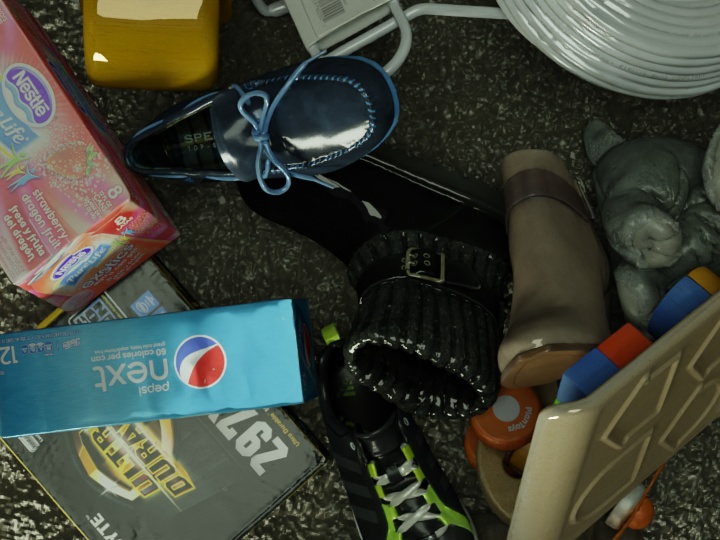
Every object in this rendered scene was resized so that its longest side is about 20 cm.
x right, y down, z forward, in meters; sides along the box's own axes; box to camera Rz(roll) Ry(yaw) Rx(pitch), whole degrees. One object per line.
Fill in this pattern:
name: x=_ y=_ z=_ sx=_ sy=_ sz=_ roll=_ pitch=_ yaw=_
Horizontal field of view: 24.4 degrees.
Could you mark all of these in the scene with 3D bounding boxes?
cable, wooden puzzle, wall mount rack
cable: x=0.180 y=-0.202 z=1.067 sx=0.200 sy=0.069 sz=0.200 roll=-38 pitch=83 yaw=-31
wooden puzzle: x=0.168 y=0.074 z=0.987 sx=0.200 sy=0.185 sz=0.046 roll=-31 pitch=61 yaw=-23
wall mount rack: x=0.017 y=-0.184 z=1.089 sx=0.173 sy=0.075 sz=0.200 roll=-27 pitch=52 yaw=6

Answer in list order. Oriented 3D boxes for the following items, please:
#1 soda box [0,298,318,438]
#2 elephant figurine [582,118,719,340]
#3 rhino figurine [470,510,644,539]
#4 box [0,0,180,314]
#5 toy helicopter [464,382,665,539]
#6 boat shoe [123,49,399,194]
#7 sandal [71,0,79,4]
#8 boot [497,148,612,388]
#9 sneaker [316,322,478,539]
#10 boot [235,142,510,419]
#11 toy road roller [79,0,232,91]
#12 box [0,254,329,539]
soda box: x=-0.132 y=0.062 z=1.073 sx=0.199 sy=0.064 sz=0.068 roll=-7 pitch=88 yaw=8
elephant figurine: x=0.258 y=-0.033 z=1.073 sx=0.199 sy=0.142 sz=0.156 roll=-13 pitch=104 yaw=9
rhino figurine: x=0.098 y=0.202 z=1.109 sx=0.199 sy=0.060 sz=0.088 roll=-3 pitch=62 yaw=4
box: x=-0.219 y=-0.084 z=1.089 sx=0.095 sy=0.103 sz=0.200 roll=-36 pitch=72 yaw=3
toy helicopter: x=0.172 y=0.108 z=1.097 sx=0.200 sy=0.079 sz=0.132 roll=-27 pitch=68 yaw=-12
boat shoe: x=-0.064 y=-0.078 z=1.027 sx=0.200 sy=0.069 sz=0.084 roll=-16 pitch=98 yaw=42
sandal: x=-0.138 y=-0.266 z=1.131 sx=0.082 sy=0.050 sz=0.203 roll=32 pitch=104 yaw=-13
boot: x=0.113 y=-0.003 z=1.020 sx=0.070 sy=0.200 sz=0.147 roll=-13 pitch=77 yaw=13
sneaker: x=0.014 y=0.128 z=1.080 sx=0.072 sy=0.083 sz=0.200 roll=-28 pitch=68 yaw=2
boot: x=0.001 y=-0.001 z=1.073 sx=0.211 sy=0.080 sz=0.158 roll=15 pitch=56 yaw=3
toy road roller: x=-0.126 y=-0.197 z=1.024 sx=0.123 sy=0.200 sz=0.146 roll=0 pitch=74 yaw=-5
box: x=-0.144 y=0.106 z=1.134 sx=0.160 sy=0.049 sz=0.200 roll=-41 pitch=87 yaw=0
